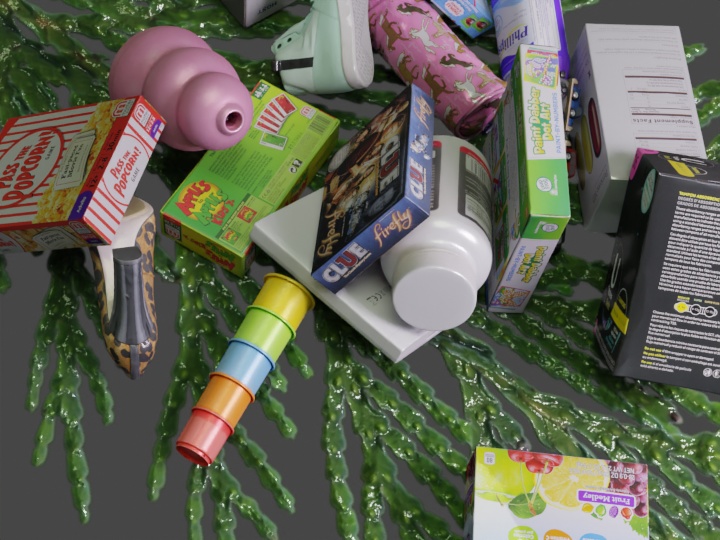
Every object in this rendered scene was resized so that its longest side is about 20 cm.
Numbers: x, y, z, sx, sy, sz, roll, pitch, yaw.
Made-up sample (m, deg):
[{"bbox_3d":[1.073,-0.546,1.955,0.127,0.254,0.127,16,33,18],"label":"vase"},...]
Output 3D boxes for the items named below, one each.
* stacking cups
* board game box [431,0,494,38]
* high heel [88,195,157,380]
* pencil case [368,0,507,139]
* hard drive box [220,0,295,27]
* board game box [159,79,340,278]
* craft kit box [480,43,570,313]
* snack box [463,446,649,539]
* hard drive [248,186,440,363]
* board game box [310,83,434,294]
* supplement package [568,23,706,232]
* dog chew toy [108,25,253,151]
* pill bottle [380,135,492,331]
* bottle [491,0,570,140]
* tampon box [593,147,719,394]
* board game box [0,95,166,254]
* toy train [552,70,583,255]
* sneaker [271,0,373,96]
[{"bbox_3d":[-0.114,0.101,1.353,0.060,0.061,0.201,25,67,8],"label":"stacking cups"},{"bbox_3d":[0.073,-0.372,1.552,0.036,0.200,0.152,-27,55,25],"label":"board game box"},{"bbox_3d":[-0.240,0.012,1.394,0.071,0.143,0.200,-3,27,-11],"label":"high heel"},{"bbox_3d":[0.081,-0.238,1.538,0.083,0.086,0.200,-48,69,19],"label":"pencil case"},{"bbox_3d":[-0.088,-0.389,1.537,0.156,0.200,0.077,-33,68,-21],"label":"hard drive box"},{"bbox_3d":[-0.115,-0.100,1.461,0.101,0.048,0.200,28,62,11],"label":"board game box"},{"bbox_3d":[0.163,-0.090,1.396,0.048,0.198,0.201,2,61,-4],"label":"craft kit box"},{"bbox_3d":[0.179,0.273,1.271,0.168,0.068,0.201,6,63,-3],"label":"snack box"},{"bbox_3d":[0.000,0.000,1.400,0.200,0.027,0.132,41,39,16],"label":"hard drive"},{"bbox_3d":[0.015,-0.085,1.373,0.035,0.135,0.200,37,32,-23],"label":"board game box"},{"bbox_3d":[0.294,-0.153,1.490,0.109,0.114,0.201,0,61,-7],"label":"supplement package"},{"bbox_3d":[-0.178,-0.180,1.426,0.124,0.125,0.200,-33,36,-21],"label":"dog chew toy"},{"bbox_3d":[0.077,-0.037,1.376,0.110,0.111,0.200,8,40,-1],"label":"pill bottle"},{"bbox_3d":[0.194,-0.235,1.543,0.065,0.083,0.201,3,72,-27],"label":"bottle"},{"bbox_3d":[0.315,-0.002,1.338,0.126,0.150,0.201,10,104,0],"label":"tampon box"},{"bbox_3d":[-0.304,-0.092,1.381,0.199,0.046,0.152,-5,53,35],"label":"board game box"},{"bbox_3d":[0.210,-0.114,1.471,0.046,0.034,0.201,11,82,-30],"label":"toy train"},{"bbox_3d":[-0.052,-0.291,1.526,0.118,0.074,0.202,-8,77,26],"label":"sneaker"}]
